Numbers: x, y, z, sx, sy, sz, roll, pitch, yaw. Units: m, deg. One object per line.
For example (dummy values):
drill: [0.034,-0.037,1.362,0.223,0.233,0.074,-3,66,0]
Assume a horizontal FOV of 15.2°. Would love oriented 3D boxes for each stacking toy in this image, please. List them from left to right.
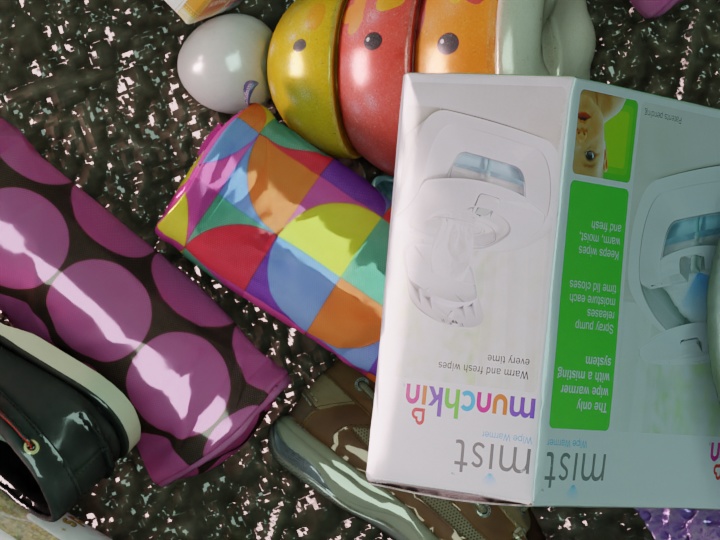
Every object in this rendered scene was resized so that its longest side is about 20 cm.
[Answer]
stacking toy: [0.006,-0.095,1.292,0.199,0.146,0.147,0,88,16]

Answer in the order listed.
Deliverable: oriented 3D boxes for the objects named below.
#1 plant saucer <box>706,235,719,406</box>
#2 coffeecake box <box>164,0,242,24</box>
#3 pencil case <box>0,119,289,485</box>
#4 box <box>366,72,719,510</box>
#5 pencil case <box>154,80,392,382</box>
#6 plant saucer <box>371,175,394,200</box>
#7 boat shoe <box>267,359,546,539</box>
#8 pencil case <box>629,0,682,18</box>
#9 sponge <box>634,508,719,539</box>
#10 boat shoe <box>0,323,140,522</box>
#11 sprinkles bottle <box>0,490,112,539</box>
plant saucer: [0.222,0.039,1.177,0.199,0.050,0.201,8,73,-28]
coffeecake box: [-0.063,-0.243,1.271,0.153,0.073,0.200,44,111,4]
pencil case: [-0.132,0.018,1.289,0.200,0.091,0.094,43,129,2]
box: [0.103,0.014,1.176,0.096,0.199,0.178,4,87,40]
pencil case: [0.000,0.000,1.267,0.200,0.088,0.089,36,88,2]
plant saucer: [0.100,0.000,1.330,0.199,0.019,0.070,7,88,1]
boat shoe: [0.052,0.113,1.299,0.199,0.076,0.072,35,86,-1]
pencil case: [0.109,-0.221,1.304,0.200,0.091,0.094,46,119,1]
sponge: [0.203,0.129,1.230,0.112,0.030,0.200,-47,60,25]
boat shoe: [-0.196,0.050,1.251,0.201,0.074,0.063,26,57,29]
sprinkles bottle: [-0.164,0.136,1.274,0.199,0.068,0.068,30,88,16]
